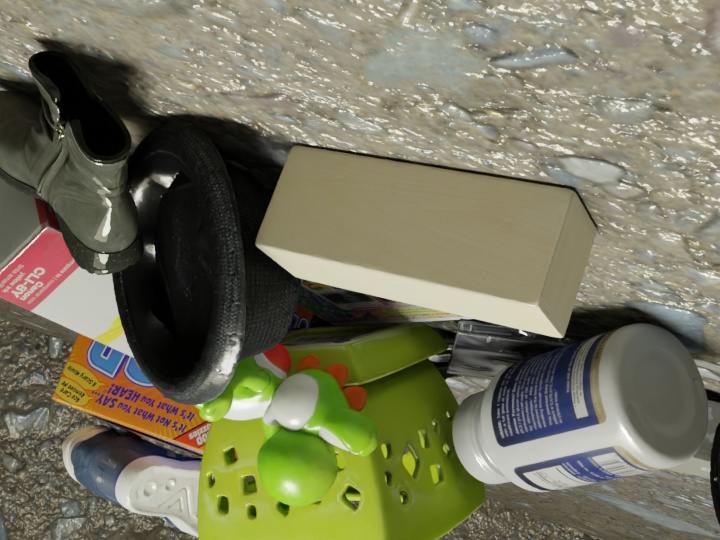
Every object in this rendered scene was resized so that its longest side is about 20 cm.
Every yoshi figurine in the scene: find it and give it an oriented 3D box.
[{"bbox_3d":[-0.086,0.115,0.852,0.200,0.112,0.112,22,-153,26],"label":"yoshi figurine"}]

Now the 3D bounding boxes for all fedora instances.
[{"bbox_3d":[-0.104,-0.006,0.794,0.092,0.201,0.200,-2,-177,-40],"label":"fedora"}]

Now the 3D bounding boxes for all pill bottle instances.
[{"bbox_3d":[0.169,0.119,0.891,0.111,0.111,0.200,27,149,-27],"label":"pill bottle"}]

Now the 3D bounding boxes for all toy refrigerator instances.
[{"bbox_3d":[0.041,-0.020,0.704,0.200,0.076,0.070,12,164,29],"label":"toy refrigerator"}]

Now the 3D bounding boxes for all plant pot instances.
[{"bbox_3d":[-0.023,0.145,0.977,0.200,0.182,0.199,-6,-177,30],"label":"plant pot"}]

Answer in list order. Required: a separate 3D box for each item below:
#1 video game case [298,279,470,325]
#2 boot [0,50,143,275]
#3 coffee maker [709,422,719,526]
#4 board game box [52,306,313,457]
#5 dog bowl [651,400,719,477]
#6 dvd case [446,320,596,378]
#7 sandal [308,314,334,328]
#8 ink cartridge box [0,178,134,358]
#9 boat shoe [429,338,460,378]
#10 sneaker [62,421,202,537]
[{"bbox_3d":[0.000,0.000,0.885,0.200,0.024,0.182,-5,154,38],"label":"video game case"},{"bbox_3d":[-0.209,-0.102,0.759,0.200,0.068,0.131,44,146,29],"label":"boot"},{"bbox_3d":[0.397,0.168,0.813,0.200,0.135,0.192,24,165,-20],"label":"coffee maker"},{"bbox_3d":[-0.159,0.093,1.171,0.200,0.200,0.200,13,166,26],"label":"board game box"},{"bbox_3d":[0.302,0.161,1.054,0.200,0.059,0.200,14,167,3],"label":"dog bowl"},{"bbox_3d":[0.157,0.081,1.002,0.148,0.016,0.200,6,166,3],"label":"dvd case"},{"bbox_3d":[-0.006,0.030,1.050,0.075,0.048,0.200,18,153,3],"label":"sandal"},{"bbox_3d":[-0.220,-0.018,0.923,0.200,0.083,0.145,33,-158,-44],"label":"ink cartridge box"},{"bbox_3d":[0.053,0.108,1.147,0.200,0.062,0.075,-4,161,12],"label":"boat shoe"},{"bbox_3d":[-0.221,0.213,1.157,0.146,0.081,0.200,20,173,38],"label":"sneaker"}]
